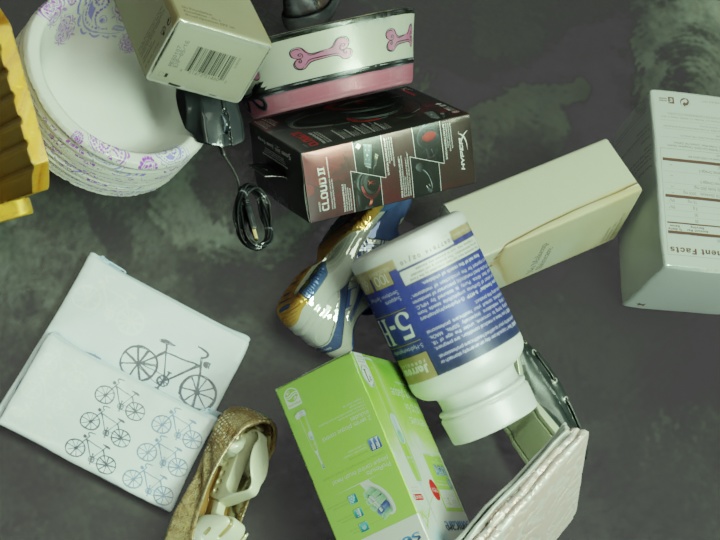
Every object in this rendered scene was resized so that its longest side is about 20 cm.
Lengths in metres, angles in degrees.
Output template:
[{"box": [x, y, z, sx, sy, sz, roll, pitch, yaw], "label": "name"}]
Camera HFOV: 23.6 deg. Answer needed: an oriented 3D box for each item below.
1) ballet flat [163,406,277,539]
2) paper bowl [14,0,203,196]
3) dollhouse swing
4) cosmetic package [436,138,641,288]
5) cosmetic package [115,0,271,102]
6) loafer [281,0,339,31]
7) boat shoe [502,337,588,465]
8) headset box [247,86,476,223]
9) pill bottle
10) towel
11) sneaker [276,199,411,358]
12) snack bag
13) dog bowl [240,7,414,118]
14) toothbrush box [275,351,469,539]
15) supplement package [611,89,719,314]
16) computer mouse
[{"box": [-0.127, 0.214, 1.576, 0.070, 0.065, 0.200, 37, 60, -39], "label": "ballet flat"}, {"box": [-0.249, -0.162, 1.659, 0.200, 0.104, 0.201, 20, 51, -27], "label": "paper bowl"}, {"box": [-0.387, -0.130, 1.549, 0.181, 0.176, 0.200, -15, 94, -11], "label": "dollhouse swing"}, {"box": [0.174, -0.049, 1.742, 0.200, 0.104, 0.073, -24, 67, -21], "label": "cosmetic package"}, {"box": [-0.168, -0.254, 1.624, 0.103, 0.073, 0.200, 11, 37, -35], "label": "cosmetic package"}, {"box": [-0.051, -0.310, 1.756, 0.072, 0.063, 0.200, -12, 30, 10], "label": "loafer"}, {"box": [0.163, 0.113, 1.702, 0.066, 0.075, 0.200, -12, 61, -49], "label": "boat shoe"}, {"box": [-0.009, -0.114, 1.693, 0.200, 0.149, 0.075, -14, 111, -19], "label": "headset box"}, {"box": [0.085, 0.056, 1.630, 0.120, 0.120, 0.200, -26, 91, -22], "label": "pill bottle"}, {"box": [0.133, 0.250, 1.574, 0.032, 0.191, 0.200, 35, 63, 23], "label": "towel"}, {"box": [0.000, 0.000, 1.709, 0.088, 0.075, 0.200, 44, 65, -15], "label": "sneaker"}, {"box": [-0.217, 0.102, 1.628, 0.188, 0.021, 0.200, 28, 65, -2], "label": "snack bag"}, {"box": [-0.036, -0.203, 1.708, 0.200, 0.200, 0.074, -15, 96, -20], "label": "dog bowl"}, {"box": [0.018, 0.185, 1.578, 0.086, 0.146, 0.200, -26, 74, 15], "label": "toothbrush box"}, {"box": [0.339, -0.069, 1.789, 0.117, 0.117, 0.200, 5, 68, -13], "label": "supplement package"}, {"box": [-0.123, -0.112, 1.630, 0.059, 0.034, 0.200, -10, 70, -42], "label": "computer mouse"}]
